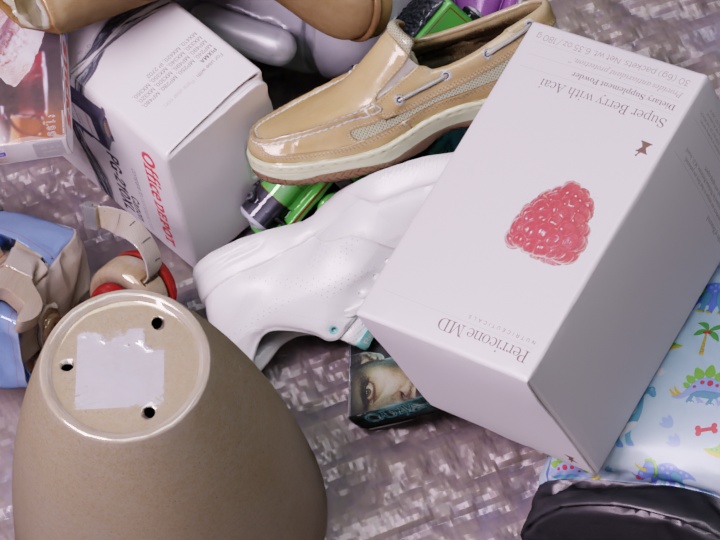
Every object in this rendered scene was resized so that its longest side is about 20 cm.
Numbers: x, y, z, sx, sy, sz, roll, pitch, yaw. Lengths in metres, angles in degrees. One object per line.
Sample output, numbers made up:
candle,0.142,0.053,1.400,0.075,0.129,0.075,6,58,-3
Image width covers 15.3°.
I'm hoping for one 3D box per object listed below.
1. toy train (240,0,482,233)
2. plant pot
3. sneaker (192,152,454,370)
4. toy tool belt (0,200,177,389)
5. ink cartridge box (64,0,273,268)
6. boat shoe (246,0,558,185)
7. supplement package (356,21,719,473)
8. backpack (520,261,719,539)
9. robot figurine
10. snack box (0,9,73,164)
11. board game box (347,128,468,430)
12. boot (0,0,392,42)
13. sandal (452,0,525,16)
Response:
toy train,0.000,-0.091,1.646,0.200,0.056,0.042,-49,42,5
plant pot,-0.119,0.100,1.505,0.187,0.200,0.188,-2,61,3
sneaker,0.000,0.000,1.595,0.200,0.075,0.089,-27,73,21
toy tool belt,-0.222,0.022,1.587,0.200,0.125,0.123,12,34,27
ink cartridge box,-0.148,-0.115,1.657,0.200,0.145,0.084,39,72,23
boat shoe,0.023,-0.113,1.577,0.200,0.076,0.072,-20,35,-8
supplement package,0.113,-0.013,1.480,0.121,0.120,0.200,21,72,34
backpack,0.191,0.079,1.538,0.163,0.154,0.200,8,46,29
robot figurine,-0.049,-0.187,1.708,0.200,0.113,0.170,14,45,13
snack box,-0.212,-0.156,1.590,0.072,0.024,0.200,-8,64,4
board game box,0.054,-0.011,1.615,0.135,0.028,0.200,-19,55,30
boot,-0.106,-0.172,1.569,0.200,0.066,0.175,-22,52,-35
sandal,0.071,-0.136,1.708,0.082,0.050,0.203,-4,62,4
